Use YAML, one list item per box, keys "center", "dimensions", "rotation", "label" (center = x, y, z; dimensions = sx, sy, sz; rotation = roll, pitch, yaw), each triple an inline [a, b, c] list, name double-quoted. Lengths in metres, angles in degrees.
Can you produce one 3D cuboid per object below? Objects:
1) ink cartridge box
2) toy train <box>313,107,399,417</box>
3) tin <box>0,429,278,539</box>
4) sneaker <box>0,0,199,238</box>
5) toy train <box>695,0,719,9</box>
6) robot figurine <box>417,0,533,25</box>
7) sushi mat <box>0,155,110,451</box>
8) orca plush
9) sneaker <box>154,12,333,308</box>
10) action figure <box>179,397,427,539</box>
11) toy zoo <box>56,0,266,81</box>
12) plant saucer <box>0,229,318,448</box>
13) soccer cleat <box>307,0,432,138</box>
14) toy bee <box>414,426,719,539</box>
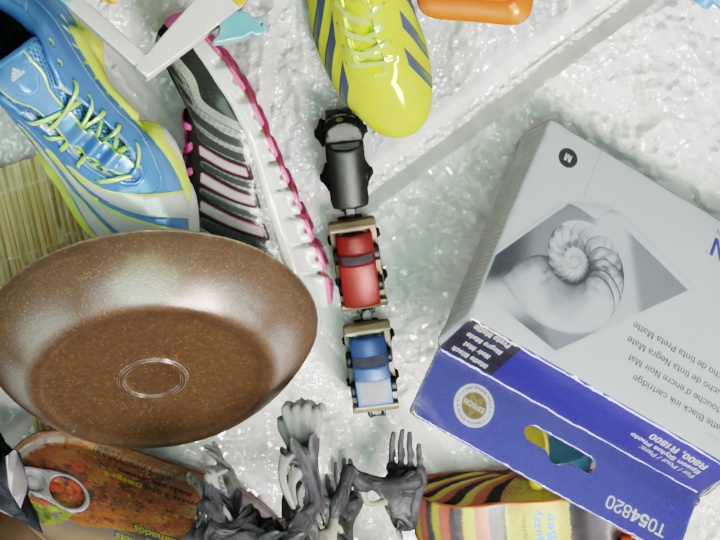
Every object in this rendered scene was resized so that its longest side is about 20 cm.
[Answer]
- center: [0.152, 0.040, 1.507]
  dimensions: [0.199, 0.041, 0.200]
  rotation: [29, 68, -15]
  label: "ink cartridge box"
- center: [0.000, 0.000, 1.528]
  dimensions: [0.034, 0.046, 0.200]
  rotation: [-9, 109, -3]
  label: "toy train"
- center: [-0.130, 0.164, 1.527]
  dimensions: [0.200, 0.112, 0.042]
  rotation: [22, 120, -19]
  label: "tin"
- center: [-0.170, -0.082, 1.421]
  dimensions: [0.076, 0.105, 0.200]
  rotation: [-35, 82, 18]
  label: "sneaker"
- center: [0.222, -0.196, 1.452]
  dimensions: [0.200, 0.114, 0.087]
  rotation: [40, 108, -16]
  label: "toy train"
- center: [0.074, -0.240, 1.395]
  dimensions: [0.144, 0.117, 0.200]
  rotation: [19, 75, -34]
  label: "robot figurine"
- center: [-0.170, 0.021, 1.534]
  dimensions: [0.096, 0.012, 0.200]
  rotation: [-12, 109, -3]
  label: "sushi mat"
- center: [-0.247, 0.083, 1.475]
  dimensions: [0.105, 0.200, 0.071]
  rotation: [37, 77, -34]
  label: "orca plush"
- center: [-0.088, -0.053, 1.487]
  dimensions: [0.087, 0.074, 0.200]
  rotation: [-23, 110, 1]
  label: "sneaker"
- center: [-0.052, 0.136, 1.497]
  dimensions: [0.119, 0.200, 0.102]
  rotation: [-21, 81, 34]
  label: "action figure"
- center: [-0.129, -0.201, 1.418]
  dimensions: [0.200, 0.020, 0.131]
  rotation: [41, 82, -3]
  label: "toy zoo"
- center: [-0.123, 0.051, 1.469]
  dimensions: [0.200, 0.037, 0.201]
  rotation: [-5, 144, -4]
  label: "plant saucer"
- center: [-0.001, -0.166, 1.453]
  dimensions: [0.065, 0.084, 0.200]
  rotation: [-14, 109, -1]
  label: "soccer cleat"
- center: [0.132, 0.143, 1.558]
  dimensions: [0.200, 0.109, 0.131]
  rotation: [-28, 107, 3]
  label: "toy bee"
